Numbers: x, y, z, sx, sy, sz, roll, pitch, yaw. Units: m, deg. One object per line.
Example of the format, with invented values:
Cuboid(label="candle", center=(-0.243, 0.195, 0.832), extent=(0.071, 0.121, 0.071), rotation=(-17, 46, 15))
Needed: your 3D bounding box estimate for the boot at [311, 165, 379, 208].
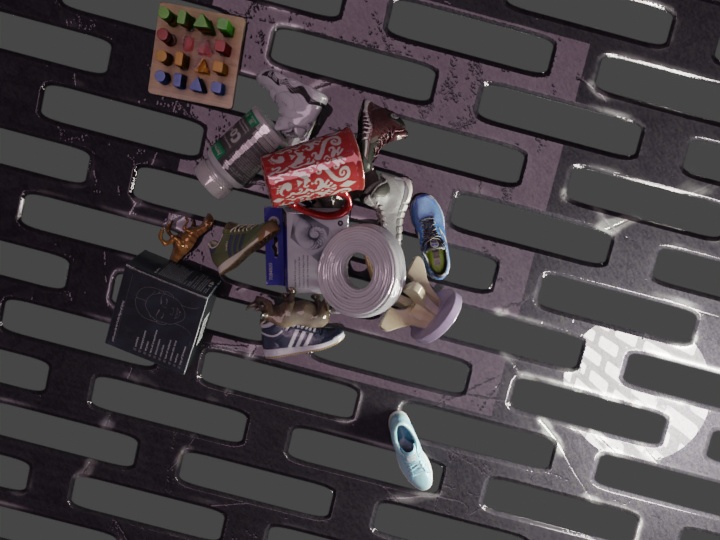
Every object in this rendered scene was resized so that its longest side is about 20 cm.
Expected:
Cuboid(label="boot", center=(-0.053, -0.222, 1.635), extent=(0.172, 0.070, 0.202), rotation=(-30, 124, 4))

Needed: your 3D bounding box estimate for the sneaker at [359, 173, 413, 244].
Cuboid(label="sneaker", center=(0.041, -0.122, 1.641), extent=(0.113, 0.075, 0.205), rotation=(14, 87, -26))

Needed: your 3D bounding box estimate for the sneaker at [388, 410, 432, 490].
Cuboid(label="sneaker", center=(0.115, 0.435, 1.712), extent=(0.073, 0.082, 0.203), rotation=(-25, 95, 4))

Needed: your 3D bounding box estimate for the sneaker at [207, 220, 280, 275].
Cuboid(label="sneaker", center=(-0.274, -0.075, 1.646), extent=(0.199, 0.067, 0.091), rotation=(-35, 84, 29))

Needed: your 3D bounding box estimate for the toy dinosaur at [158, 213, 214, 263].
Cuboid(label="toy dinosaur", center=(-0.416, -0.055, 1.676), extent=(0.106, 0.060, 0.201), rotation=(37, 96, -5))

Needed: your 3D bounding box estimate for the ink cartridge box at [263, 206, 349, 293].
Cuboid(label="ink cartridge box", center=(-0.123, -0.044, 1.655), extent=(0.195, 0.041, 0.204), rotation=(2, 115, 2))

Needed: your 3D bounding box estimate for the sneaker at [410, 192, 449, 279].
Cuboid(label="sneaker", center=(0.166, -0.077, 1.651), extent=(0.077, 0.089, 0.204), rotation=(-16, 96, 1))

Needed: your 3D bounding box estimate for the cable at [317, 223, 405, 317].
Cuboid(label="cable", center=(0.000, 0.000, 1.570), extent=(0.196, 0.069, 0.205), rotation=(2, 90, 25))

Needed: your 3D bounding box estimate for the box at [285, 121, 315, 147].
Cuboid(label="box", center=(-0.141, -0.305, 1.649), extent=(0.038, 0.041, 0.204), rotation=(17, 97, -38))

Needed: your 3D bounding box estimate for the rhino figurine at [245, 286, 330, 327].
Cuboid(label="rhino figurine", center=(-0.159, 0.087, 1.633), extent=(0.195, 0.060, 0.089), rotation=(1, 64, -14))

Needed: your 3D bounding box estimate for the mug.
Cuboid(label="mug", center=(-0.097, -0.189, 1.523), extent=(0.196, 0.133, 0.182), rotation=(-15, 94, -9))

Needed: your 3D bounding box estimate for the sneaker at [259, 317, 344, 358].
Cuboid(label="sneaker", center=(-0.140, 0.132, 1.688), extent=(0.195, 0.070, 0.111), rotation=(-11, 98, 5))

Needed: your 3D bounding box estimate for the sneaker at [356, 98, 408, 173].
Cuboid(label="sneaker", center=(0.051, -0.291, 1.600), extent=(0.113, 0.076, 0.204), rotation=(11, 56, -10))

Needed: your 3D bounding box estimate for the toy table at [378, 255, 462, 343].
Cuboid(label="toy table", center=(0.129, 0.074, 1.612), extent=(0.116, 0.200, 0.186), rotation=(32, 60, -10))

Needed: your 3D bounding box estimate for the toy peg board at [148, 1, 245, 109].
Cuboid(label="toy peg board", center=(-0.371, -0.481, 1.610), extent=(0.195, 0.098, 0.204), rotation=(11, 96, 0))

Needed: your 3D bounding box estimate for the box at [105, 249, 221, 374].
Cuboid(label="box", center=(-0.444, 0.093, 1.645), extent=(0.193, 0.124, 0.203), rotation=(21, 108, -3))

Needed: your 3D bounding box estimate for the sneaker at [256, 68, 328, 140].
Cuboid(label="sneaker", center=(-0.169, -0.364, 1.601), extent=(0.198, 0.075, 0.117), rotation=(28, 96, 28))

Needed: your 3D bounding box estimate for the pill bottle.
Cuboid(label="pill bottle", center=(-0.268, -0.258, 1.623), extent=(0.199, 0.113, 0.114), rotation=(-41, 94, 8))

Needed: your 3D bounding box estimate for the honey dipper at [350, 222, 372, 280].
Cuboid(label="honey dipper", center=(0.023, -0.009, 1.689), extent=(0.037, 0.038, 0.204), rotation=(-18, 98, 3))
